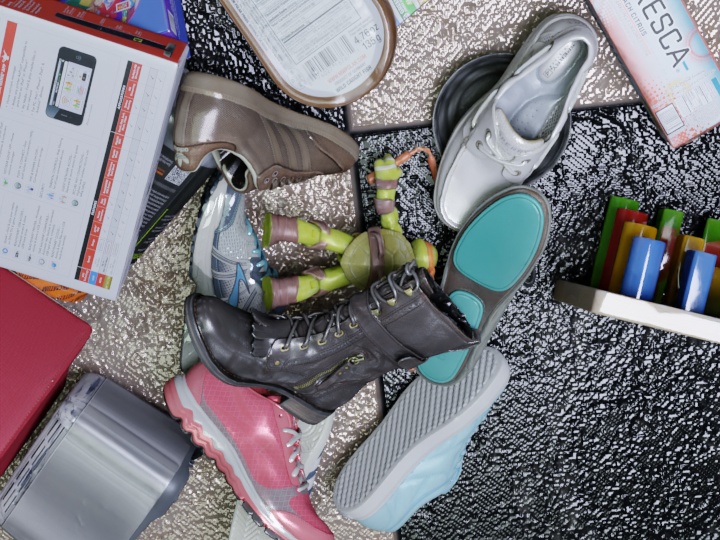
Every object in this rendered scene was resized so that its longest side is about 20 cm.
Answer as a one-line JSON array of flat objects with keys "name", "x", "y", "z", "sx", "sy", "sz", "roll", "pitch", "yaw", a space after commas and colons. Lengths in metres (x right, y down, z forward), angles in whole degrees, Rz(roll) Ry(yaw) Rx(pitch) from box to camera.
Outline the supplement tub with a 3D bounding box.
[{"name": "supplement tub", "x": -0.205, "y": -0.077, "z": 1.018, "sx": 0.122, "sy": 0.123, "sz": 0.200, "roll": 41, "pitch": 104, "yaw": -8}]

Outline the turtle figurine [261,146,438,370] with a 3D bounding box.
[{"name": "turtle figurine", "x": 0.000, "y": 0.000, "z": 1.032, "sx": 0.160, "sy": 0.064, "sz": 0.202, "roll": -3, "pitch": 111, "yaw": -16}]

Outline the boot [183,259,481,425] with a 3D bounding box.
[{"name": "boot", "x": -0.020, "y": 0.038, "z": 0.971, "sx": 0.173, "sy": 0.070, "sz": 0.200, "roll": -31, "pitch": 137, "yaw": 25}]

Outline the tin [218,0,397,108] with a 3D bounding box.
[{"name": "tin", "x": -0.050, "y": -0.221, "z": 0.967, "sx": 0.112, "sy": 0.042, "sz": 0.201, "roll": -34, "pitch": 101, "yaw": 9}]

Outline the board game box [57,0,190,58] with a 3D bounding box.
[{"name": "board game box", "x": -0.215, "y": -0.241, "z": 0.958, "sx": 0.133, "sy": 0.045, "sz": 0.202, "roll": -15, "pitch": 70, "yaw": 9}]

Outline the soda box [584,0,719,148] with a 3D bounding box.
[{"name": "soda box", "x": 0.222, "y": -0.199, "z": 0.976, "sx": 0.063, "sy": 0.068, "sz": 0.201, "roll": -30, "pitch": 102, "yaw": 12}]

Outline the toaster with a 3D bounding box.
[{"name": "toaster", "x": -0.232, "y": 0.183, "z": 1.099, "sx": 0.129, "sy": 0.114, "sz": 0.200, "roll": 36, "pitch": 109, "yaw": -7}]

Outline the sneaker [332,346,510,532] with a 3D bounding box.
[{"name": "sneaker", "x": 0.066, "y": 0.153, "z": 1.102, "sx": 0.200, "sy": 0.074, "sz": 0.082, "roll": -44, "pitch": 129, "yaw": 10}]

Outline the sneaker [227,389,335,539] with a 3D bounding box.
[{"name": "sneaker", "x": -0.070, "y": 0.178, "z": 1.115, "sx": 0.074, "sy": 0.085, "sz": 0.202, "roll": 17, "pitch": 83, "yaw": 10}]

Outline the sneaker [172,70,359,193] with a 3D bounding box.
[{"name": "sneaker", "x": -0.078, "y": -0.095, "z": 0.977, "sx": 0.070, "sy": 0.199, "sz": 0.076, "roll": 17, "pitch": 89, "yaw": 38}]

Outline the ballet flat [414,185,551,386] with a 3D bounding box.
[{"name": "ballet flat", "x": 0.100, "y": 0.007, "z": 1.023, "sx": 0.067, "sy": 0.064, "sz": 0.201, "roll": 31, "pitch": 118, "yaw": 9}]

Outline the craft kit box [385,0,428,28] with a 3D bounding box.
[{"name": "craft kit box", "x": -0.014, "y": -0.286, "z": 0.985, "sx": 0.200, "sy": 0.049, "sz": 0.198, "roll": -39, "pitch": 97, "yaw": 14}]

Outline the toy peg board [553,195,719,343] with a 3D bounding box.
[{"name": "toy peg board", "x": 0.271, "y": 0.004, "z": 0.975, "sx": 0.198, "sy": 0.199, "sz": 0.099, "roll": 13, "pitch": 91, "yaw": 1}]

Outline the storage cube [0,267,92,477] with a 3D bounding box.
[{"name": "storage cube", "x": -0.353, "y": 0.092, "z": 1.017, "sx": 0.199, "sy": 0.180, "sz": 0.171, "roll": 35, "pitch": 150, "yaw": -5}]

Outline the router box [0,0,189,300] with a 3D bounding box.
[{"name": "router box", "x": -0.238, "y": -0.096, "z": 0.908, "sx": 0.178, "sy": 0.049, "sz": 0.201, "roll": 18, "pitch": 116, "yaw": -7}]

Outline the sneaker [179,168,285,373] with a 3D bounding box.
[{"name": "sneaker", "x": -0.103, "y": -0.001, "z": 1.065, "sx": 0.085, "sy": 0.078, "sz": 0.202, "roll": 7, "pitch": 116, "yaw": -4}]

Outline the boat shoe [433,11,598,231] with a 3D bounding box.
[{"name": "boat shoe", "x": 0.119, "y": -0.111, "z": 0.979, "sx": 0.070, "sy": 0.069, "sz": 0.201, "roll": 28, "pitch": 110, "yaw": -6}]

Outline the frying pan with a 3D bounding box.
[{"name": "frying pan", "x": 0.137, "y": -0.093, "z": 1.033, "sx": 0.114, "sy": 0.031, "sz": 0.191, "roll": -31, "pitch": 104, "yaw": 14}]

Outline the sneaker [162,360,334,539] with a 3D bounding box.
[{"name": "sneaker", "x": -0.077, "y": 0.149, "z": 1.032, "sx": 0.087, "sy": 0.074, "sz": 0.200, "roll": -40, "pitch": 85, "yaw": 0}]
